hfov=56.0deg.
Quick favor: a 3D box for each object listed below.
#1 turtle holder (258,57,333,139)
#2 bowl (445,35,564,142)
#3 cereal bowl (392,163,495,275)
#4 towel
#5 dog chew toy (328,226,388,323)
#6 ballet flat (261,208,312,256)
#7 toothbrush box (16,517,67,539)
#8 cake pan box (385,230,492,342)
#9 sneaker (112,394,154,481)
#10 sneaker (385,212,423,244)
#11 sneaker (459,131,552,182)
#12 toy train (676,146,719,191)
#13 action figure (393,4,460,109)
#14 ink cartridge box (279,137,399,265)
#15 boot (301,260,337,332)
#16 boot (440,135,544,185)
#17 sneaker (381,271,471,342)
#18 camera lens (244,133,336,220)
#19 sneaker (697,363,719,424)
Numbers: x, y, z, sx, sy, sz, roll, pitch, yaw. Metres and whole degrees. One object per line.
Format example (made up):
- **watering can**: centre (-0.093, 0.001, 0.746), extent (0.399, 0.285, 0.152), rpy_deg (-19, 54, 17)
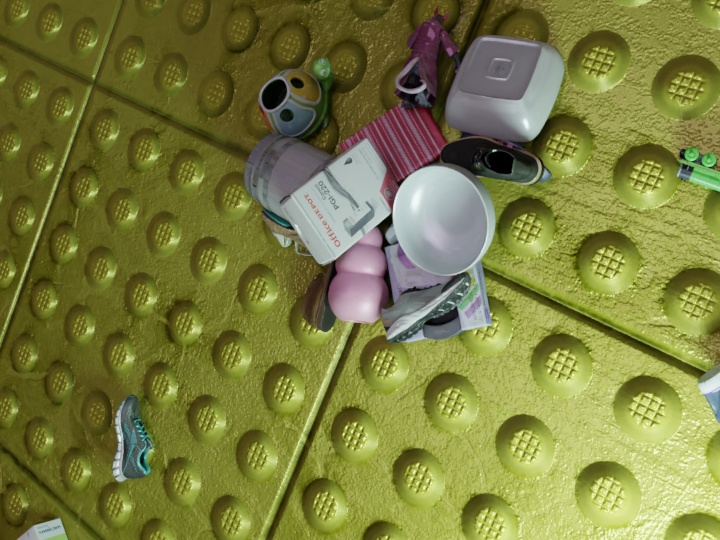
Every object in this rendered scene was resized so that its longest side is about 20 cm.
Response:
- **turtle holder**: centre (-0.134, -0.361, 1.443), extent (0.181, 0.131, 0.145), rpy_deg (-6, 82, 26)
- **bowl**: centre (0.261, -0.350, 1.246), extent (0.196, 0.075, 0.203), rpy_deg (18, 73, 26)
- **cereal bowl**: centre (0.160, -0.098, 1.231), extent (0.197, 0.083, 0.205), rpy_deg (14, 114, 34)
- **towel**: centre (0.070, -0.251, 1.370), extent (0.197, 0.022, 0.147), rpy_deg (-31, 73, 7)
- **dog chew toy**: centre (0.000, 0.000, 1.353), extent (0.122, 0.124, 0.206), rpy_deg (1, 81, 26)
- **ballet flat**: centre (-0.142, -0.074, 1.461), extent (0.197, 0.070, 0.067), rpy_deg (25, 111, 30)
- **toothbrush box**: centre (-0.796, 0.758, 1.700), extent (0.145, 0.086, 0.202), rpy_deg (-39, 71, 18)
- **cake pan box**: centre (0.149, 0.032, 1.314), extent (0.181, 0.052, 0.205), rpy_deg (-13, 79, 27)
- **sneaker**: centre (-0.534, 0.401, 1.620), extent (0.089, 0.078, 0.206), rpy_deg (1, 89, 10)
- **sneaker**: centre (0.123, -0.133, 1.337), extent (0.199, 0.073, 0.071), rpy_deg (-40, 61, 8)
- **sneaker**: centre (0.264, -0.204, 1.267), extent (0.199, 0.070, 0.083), rpy_deg (41, 99, 32)
- **toy train**: centre (0.614, -0.147, 1.105), extent (0.197, 0.041, 0.058), rpy_deg (27, 108, 26)
- **action figure**: centre (0.118, -0.421, 1.314), extent (0.132, 0.148, 0.205), rpy_deg (17, 92, 27)
- **ink cartridge box**: centre (-0.033, -0.129, 1.273), extent (0.199, 0.085, 0.147), rpy_deg (-39, 99, -21)
- **boot**: centre (-0.075, 0.020, 1.418), extent (0.074, 0.073, 0.205), rpy_deg (21, 98, 33)
- **boot**: centre (0.208, -0.200, 1.183), extent (0.196, 0.137, 0.080), rpy_deg (12, 99, 32)
- **sneaker**: centre (0.117, 0.056, 1.261), extent (0.198, 0.074, 0.081), rpy_deg (-34, 66, 20)
- **camera lens**: centre (-0.123, -0.180, 1.406), extent (0.197, 0.159, 0.163), rpy_deg (28, 98, 26)
- **sneaker**: centre (0.644, 0.185, 1.044), extent (0.199, 0.080, 0.148), rpy_deg (-37, 79, 15)
